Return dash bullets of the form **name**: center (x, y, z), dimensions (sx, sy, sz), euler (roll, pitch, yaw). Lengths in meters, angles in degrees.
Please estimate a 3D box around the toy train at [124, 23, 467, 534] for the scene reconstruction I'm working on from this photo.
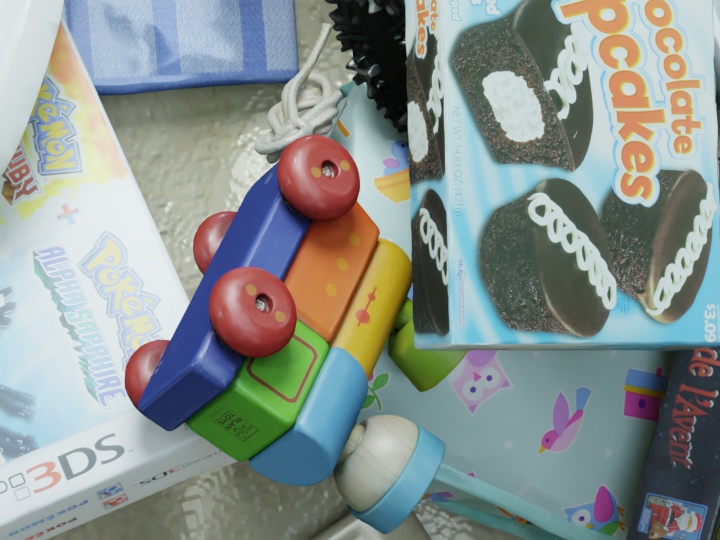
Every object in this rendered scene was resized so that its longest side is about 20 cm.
- **toy train**: center (0.000, 0.000, 1.055), dimensions (0.116, 0.085, 0.200), euler (36, 51, -14)

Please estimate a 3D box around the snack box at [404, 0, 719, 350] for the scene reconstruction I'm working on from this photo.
- **snack box**: center (0.076, -0.070, 1.017), dimensions (0.116, 0.037, 0.200), euler (0, 85, -24)

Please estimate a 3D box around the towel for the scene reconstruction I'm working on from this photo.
- **towel**: center (-0.105, -0.174, 1.173), dimensions (0.147, 0.024, 0.200), euler (-6, 88, -15)

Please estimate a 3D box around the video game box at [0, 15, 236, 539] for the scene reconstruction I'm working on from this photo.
- **video game box**: center (-0.165, 0.018, 1.085), dimensions (0.182, 0.047, 0.200), euler (-23, 70, -8)

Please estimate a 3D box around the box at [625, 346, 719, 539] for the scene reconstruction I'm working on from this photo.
- **box**: center (0.181, 0.037, 1.154), dimensions (0.137, 0.038, 0.200), euler (29, 75, -56)

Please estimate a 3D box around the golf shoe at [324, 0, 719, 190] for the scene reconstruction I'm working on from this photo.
- **golf shoe**: center (0.068, -0.075, 1.076), dimensions (0.094, 0.078, 0.200), euler (-46, 104, -20)

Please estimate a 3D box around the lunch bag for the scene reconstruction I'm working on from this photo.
- **lunch bag**: center (0.059, 0.021, 1.155), dimensions (0.200, 0.122, 0.170), euler (22, 80, -7)

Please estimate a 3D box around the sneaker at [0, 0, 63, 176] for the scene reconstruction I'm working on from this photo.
- **sneaker**: center (-0.173, -0.136, 1.051), dimensions (0.116, 0.074, 0.200), euler (16, 74, -29)

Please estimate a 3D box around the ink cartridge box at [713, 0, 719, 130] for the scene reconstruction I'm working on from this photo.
- **ink cartridge box**: center (0.223, -0.174, 1.247), dimensions (0.200, 0.050, 0.162), euler (-25, 93, -12)

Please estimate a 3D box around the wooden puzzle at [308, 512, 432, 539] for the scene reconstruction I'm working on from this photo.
- **wooden puzzle**: center (-0.012, 0.222, 1.160), dimensions (0.200, 0.046, 0.185), euler (-34, 95, -14)
